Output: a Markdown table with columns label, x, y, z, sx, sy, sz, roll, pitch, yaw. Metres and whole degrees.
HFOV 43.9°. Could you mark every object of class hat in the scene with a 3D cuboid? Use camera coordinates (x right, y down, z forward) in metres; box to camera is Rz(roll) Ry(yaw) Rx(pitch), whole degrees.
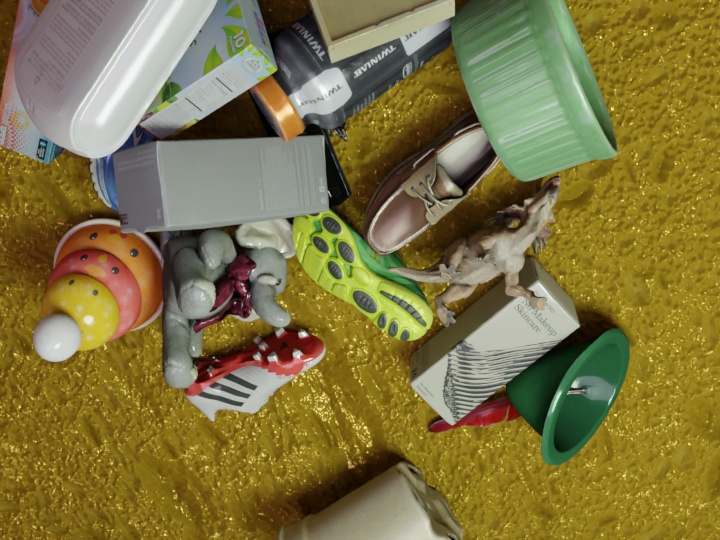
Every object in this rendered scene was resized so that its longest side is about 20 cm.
| label | x | y | z | sx | sy | sz | roll | pitch | yaw |
| --- | --- | --- | --- | --- | --- | --- | --- | --- | --- |
| hat | 0.196 | 0.122 | 1.071 | 0.175 | 0.200 | 0.167 | 29 | 150 | 37 |

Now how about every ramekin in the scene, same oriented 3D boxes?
| label | x | y | z | sx | sy | sz | roll | pitch | yaw |
| --- | --- | --- | --- | --- | --- | --- | --- | --- | --- |
| ramekin | 0.165 | -0.186 | 0.859 | 0.096 | 0.201 | 0.202 | -22 | 111 | 22 |

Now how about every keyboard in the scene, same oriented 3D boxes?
| label | x | y | z | sx | sy | sz | roll | pitch | yaw |
| --- | --- | --- | --- | --- | --- | --- | --- | --- | --- |
| keyboard | -0.057 | -0.166 | 0.983 | 0.103 | 0.040 | 0.203 | -8 | 116 | 35 |

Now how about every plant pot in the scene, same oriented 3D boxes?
| label | x | y | z | sx | sy | sz | roll | pitch | yaw |
| --- | --- | --- | --- | --- | --- | --- | --- | --- | --- |
| plant pot | 0.026 | 0.350 | 1.123 | 0.183 | 0.201 | 0.201 | -40 | 105 | 8 |

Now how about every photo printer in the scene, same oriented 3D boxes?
| label | x | y | z | sx | sy | sz | roll | pitch | yaw |
| --- | --- | --- | --- | --- | --- | --- | --- | --- | --- |
| photo printer | -0.234 | -0.210 | 0.818 | 0.202 | 0.166 | 0.069 | -54 | 140 | 6 |

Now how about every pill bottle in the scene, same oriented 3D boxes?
| label | x | y | z | sx | sy | sz | roll | pitch | yaw |
| --- | --- | --- | --- | --- | --- | --- | --- | --- | --- |
| pill bottle | -0.014 | -0.211 | 0.874 | 0.199 | 0.106 | 0.107 | -37 | 108 | -6 |

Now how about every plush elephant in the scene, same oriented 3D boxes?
| label | x | y | z | sx | sy | sz | roll | pitch | yaw |
| --- | --- | --- | --- | --- | --- | --- | --- | --- | --- |
| plush elephant | -0.144 | 0.019 | 1.008 | 0.152 | 0.202 | 0.167 | 3 | 130 | -20 |

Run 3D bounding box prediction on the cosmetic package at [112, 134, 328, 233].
| label | x | y | z | sx | sy | sz | roll | pitch | yaw |
| --- | --- | --- | --- | --- | --- | --- | --- | --- | --- |
| cosmetic package | -0.139 | -0.088 | 0.906 | 0.106 | 0.197 | 0.092 | -2 | 93 | 48 |

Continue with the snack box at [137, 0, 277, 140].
| label | x | y | z | sx | sy | sz | roll | pitch | yaw |
| --- | --- | --- | --- | --- | --- | --- | --- | --- | --- |
| snack box | -0.170 | -0.245 | 0.870 | 0.140 | 0.203 | 0.053 | -27 | 151 | 16 |

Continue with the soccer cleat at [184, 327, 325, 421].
| label | x | y | z | sx | sy | sz | roll | pitch | yaw |
| --- | --- | --- | --- | --- | --- | --- | --- | --- | --- |
| soccer cleat | -0.125 | 0.132 | 1.099 | 0.197 | 0.069 | 0.086 | -19 | 120 | 17 |

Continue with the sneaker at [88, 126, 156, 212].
| label | x | y | z | sx | sy | sz | roll | pitch | yaw |
| --- | --- | --- | --- | --- | --- | --- | --- | --- | --- |
| sneaker | -0.239 | -0.153 | 0.974 | 0.087 | 0.079 | 0.203 | 16 | 114 | 1 |

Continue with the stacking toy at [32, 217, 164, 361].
| label | x | y | z | sx | sy | sz | roll | pitch | yaw |
| --- | --- | --- | --- | --- | --- | --- | --- | --- | --- |
| stacking toy | -0.305 | 0.042 | 0.999 | 0.143 | 0.201 | 0.149 | 2 | 115 | 4 |

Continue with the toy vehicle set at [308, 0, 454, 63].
| label | x | y | z | sx | sy | sz | roll | pitch | yaw |
| --- | --- | --- | --- | --- | --- | --- | --- | --- | --- |
| toy vehicle set | -0.003 | -0.304 | 0.832 | 0.122 | 0.027 | 0.203 | -19 | 72 | 0 |

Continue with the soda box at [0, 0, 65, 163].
| label | x | y | z | sx | sy | sz | roll | pitch | yaw |
| --- | --- | --- | --- | --- | --- | --- | --- | --- | --- |
| soda box | -0.334 | -0.224 | 0.959 | 0.067 | 0.064 | 0.203 | 20 | 115 | -4 |

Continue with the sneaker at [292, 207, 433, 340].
| label | x | y | z | sx | sy | sz | roll | pitch | yaw |
| --- | --- | --- | --- | --- | --- | --- | --- | --- | --- |
| sneaker | 0.000 | 0.000 | 1.016 | 0.200 | 0.084 | 0.074 | 44 | 107 | -5 |

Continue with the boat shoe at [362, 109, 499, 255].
| label | x | y | z | sx | sy | sz | roll | pitch | yaw |
| --- | --- | --- | --- | --- | --- | --- | --- | --- | --- |
| boat shoe | 0.079 | -0.094 | 0.948 | 0.076 | 0.072 | 0.200 | 42 | 96 | -12 |

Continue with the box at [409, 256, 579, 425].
| label | x | y | z | sx | sy | sz | roll | pitch | yaw |
| --- | --- | --- | --- | --- | --- | --- | --- | --- | --- |
| box | 0.153 | 0.084 | 1.045 | 0.082 | 0.069 | 0.200 | 42 | 112 | -13 |

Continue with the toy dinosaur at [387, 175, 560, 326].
| label | x | y | z | sx | sy | sz | roll | pitch | yaw |
| --- | --- | --- | --- | --- | --- | --- | --- | --- | --- |
| toy dinosaur | 0.134 | -0.019 | 0.979 | 0.196 | 0.137 | 0.087 | -15 | 122 | 20 |
